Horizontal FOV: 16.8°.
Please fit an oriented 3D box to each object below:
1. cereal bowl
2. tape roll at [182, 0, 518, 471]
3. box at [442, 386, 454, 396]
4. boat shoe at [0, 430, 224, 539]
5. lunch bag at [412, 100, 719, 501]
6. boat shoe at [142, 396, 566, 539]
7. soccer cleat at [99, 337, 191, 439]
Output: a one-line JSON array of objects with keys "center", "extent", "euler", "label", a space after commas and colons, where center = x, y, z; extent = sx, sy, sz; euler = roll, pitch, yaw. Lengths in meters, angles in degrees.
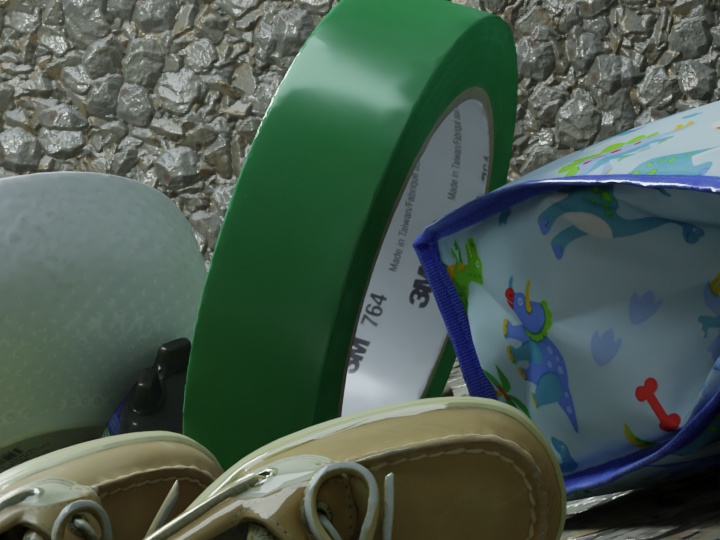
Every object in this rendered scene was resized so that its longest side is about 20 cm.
[{"center": [-0.146, 0.052, 0.965], "extent": [0.199, 0.084, 0.200], "euler": [-21, -25, -10], "label": "cereal bowl"}, {"center": [0.000, 0.000, 0.869], "extent": [0.048, 0.201, 0.200], "euler": [17, 13, 14], "label": "tape roll"}, {"center": [-0.067, 0.095, 1.062], "extent": [0.199, 0.033, 0.121], "euler": [-16, 3, 33], "label": "box"}, {"center": [-0.110, 0.110, 0.713], "extent": [0.200, 0.074, 0.063], "euler": [-31, 16, -30], "label": "boat shoe"}, {"center": [0.145, -0.004, 0.785], "extent": [0.170, 0.128, 0.200], "euler": [-18, -6, -32], "label": "lunch bag"}, {"center": [-0.037, 0.092, 0.591], "extent": [0.200, 0.073, 0.063], "euler": [-20, 10, -10], "label": "boat shoe"}, {"center": [-0.089, 0.101, 0.873], "extent": [0.065, 0.084, 0.200], "euler": [18, 33, 17], "label": "soccer cleat"}]
